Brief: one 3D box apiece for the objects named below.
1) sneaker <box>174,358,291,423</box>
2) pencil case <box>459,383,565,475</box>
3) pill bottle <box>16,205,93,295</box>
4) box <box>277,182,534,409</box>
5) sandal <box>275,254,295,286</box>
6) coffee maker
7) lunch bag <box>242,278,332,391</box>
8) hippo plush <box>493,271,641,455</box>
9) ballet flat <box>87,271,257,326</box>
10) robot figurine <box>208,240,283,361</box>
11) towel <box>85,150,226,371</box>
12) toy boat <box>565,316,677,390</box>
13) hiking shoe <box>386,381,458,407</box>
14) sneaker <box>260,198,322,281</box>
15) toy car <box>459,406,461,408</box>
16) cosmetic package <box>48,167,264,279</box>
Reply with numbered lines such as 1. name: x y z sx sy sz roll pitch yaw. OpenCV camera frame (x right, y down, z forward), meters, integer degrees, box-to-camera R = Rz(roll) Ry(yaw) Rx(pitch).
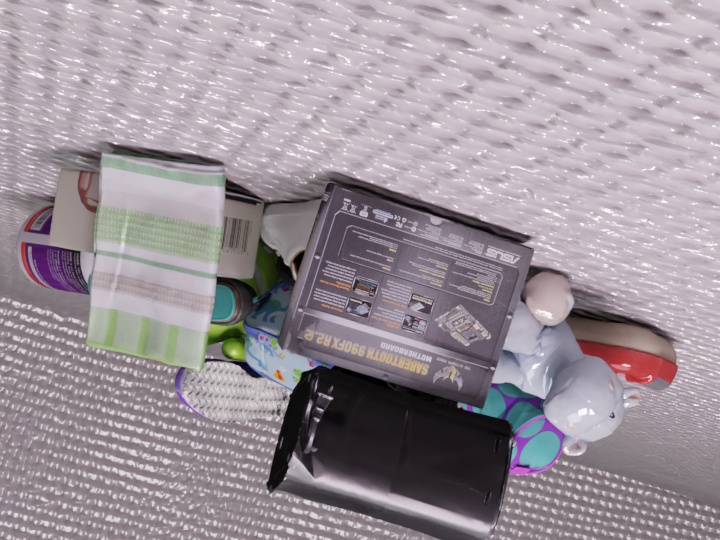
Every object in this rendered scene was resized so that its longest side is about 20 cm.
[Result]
1. sneaker: -0.164 0.139 1.380 0.099 0.070 0.200 7 176 36
2. pencil case: 0.144 0.145 1.333 0.085 0.092 0.200 30 -168 -44
3. pill bottle: -0.348 -0.024 1.514 0.200 0.113 0.112 8 167 38
4. box: 0.042 0.024 1.071 0.199 0.159 0.048 17 -176 -10
5. sandal: 0.001 0.000 1.297 0.200 0.075 0.048 15 130 18
6. coffee maker: 0.030 0.174 1.048 0.199 0.135 0.192 17 -178 -8
7. lunch bag: -0.021 0.073 1.310 0.200 0.161 0.083 24 133 27
8. hippo plush: 0.189 0.117 1.209 0.161 0.159 0.200 56 -179 21
9. ballet flat: -0.199 0.027 1.266 0.200 0.068 0.068 10 -170 24
10. robot figurine: -0.174 0.028 1.383 0.200 0.176 0.116 -15 168 -25
11. towel: -0.205 -0.012 1.143 0.149 0.201 0.031 10 -174 27
12. toy boat: 0.262 0.126 1.357 0.200 0.131 0.130 7 170 39
13. hiking shoe: 0.033 0.087 1.186 0.076 0.201 0.101 -23 -170 -34
14. sneaker: -0.064 -0.023 1.200 0.073 0.085 0.200 17 171 -21
15. toy car: 0.127 0.120 1.507 0.200 0.158 0.164 29 155 -25
16. cosmetic package: -0.214 -0.050 1.221 0.200 0.088 0.103 9 -179 25
